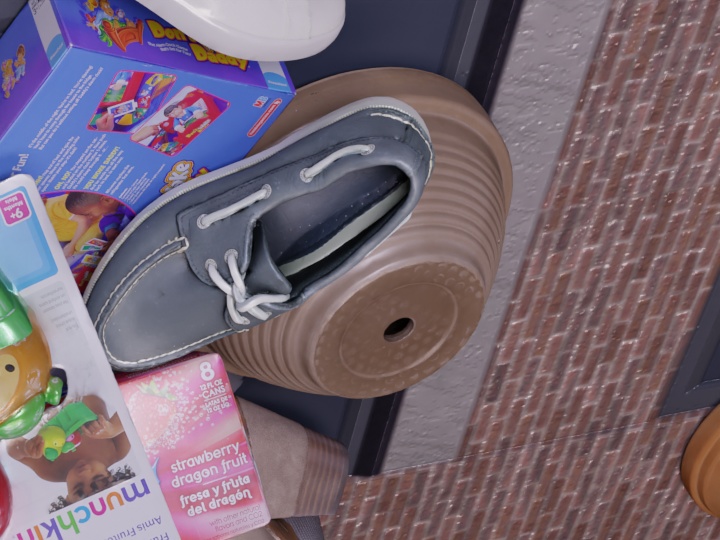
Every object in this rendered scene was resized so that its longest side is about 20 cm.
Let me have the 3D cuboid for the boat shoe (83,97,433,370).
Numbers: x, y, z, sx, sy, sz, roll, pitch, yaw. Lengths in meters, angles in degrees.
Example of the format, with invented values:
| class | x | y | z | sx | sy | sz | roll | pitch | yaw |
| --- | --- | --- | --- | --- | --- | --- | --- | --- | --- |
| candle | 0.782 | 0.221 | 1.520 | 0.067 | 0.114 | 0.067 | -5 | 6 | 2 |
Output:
| class | x | y | z | sx | sy | sz | roll | pitch | yaw |
| --- | --- | --- | --- | --- | --- | --- | --- | --- | --- |
| boat shoe | -0.052 | -0.011 | 1.396 | 0.199 | 0.062 | 0.073 | -32 | 114 | 9 |

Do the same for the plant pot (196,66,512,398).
| class | x | y | z | sx | sy | sz | roll | pitch | yaw |
| --- | --- | --- | --- | --- | --- | --- | --- | --- | --- |
| plant pot | 0.000 | 0.000 | 1.503 | 0.200 | 0.093 | 0.201 | -18 | 140 | -16 |

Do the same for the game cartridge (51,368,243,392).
| class | x | y | z | sx | sy | sz | roll | pitch | yaw |
| --- | --- | --- | --- | --- | --- | --- | --- | --- | --- |
| game cartridge | -0.150 | 0.082 | 1.581 | 0.200 | 0.038 | 0.129 | -47 | 146 | 12 |

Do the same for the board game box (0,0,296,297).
| class | x | y | z | sx | sy | sz | roll | pitch | yaw |
| --- | --- | --- | --- | --- | --- | --- | --- | --- | --- |
| board game box | -0.143 | -0.048 | 1.420 | 0.134 | 0.045 | 0.200 | 10 | 135 | -39 |

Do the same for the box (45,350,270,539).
| class | x | y | z | sx | sy | sz | roll | pitch | yaw |
| --- | --- | --- | --- | --- | --- | --- | --- | --- | --- |
| box | -0.158 | 0.113 | 1.471 | 0.199 | 0.096 | 0.100 | -18 | -175 | -15 |

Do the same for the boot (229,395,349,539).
| class | x | y | z | sx | sy | sz | roll | pitch | yaw |
| --- | --- | --- | --- | --- | --- | --- | --- | --- | --- |
| boot | -0.092 | 0.158 | 1.599 | 0.145 | 0.070 | 0.201 | 6 | 107 | -22 |

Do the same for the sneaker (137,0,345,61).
| class | x | y | z | sx | sy | sz | roll | pitch | yaw |
| --- | --- | --- | --- | --- | --- | --- | --- | --- | --- |
| sneaker | -0.064 | -0.154 | 1.290 | 0.199 | 0.073 | 0.085 | 19 | 131 | -44 |

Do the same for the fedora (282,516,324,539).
| class | x | y | z | sx | sy | sz | roll | pitch | yaw |
| --- | --- | --- | --- | --- | --- | --- | --- | --- | --- |
| fedora | -0.099 | 0.165 | 1.703 | 0.199 | 0.091 | 0.177 | 0 | 140 | -30 |

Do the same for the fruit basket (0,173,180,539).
| class | x | y | z | sx | sy | sz | roll | pitch | yaw |
| --- | --- | --- | --- | --- | --- | --- | --- | --- | --- |
| fruit basket | -0.202 | 0.079 | 1.359 | 0.184 | 0.201 | 0.094 | -22 | -170 | -7 |

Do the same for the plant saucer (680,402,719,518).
| class | x | y | z | sx | sy | sz | roll | pitch | yaw |
| --- | --- | --- | --- | --- | --- | --- | --- | --- | --- |
| plant saucer | 0.310 | 0.113 | 1.917 | 0.199 | 0.038 | 0.201 | -15 | 145 | -11 |
